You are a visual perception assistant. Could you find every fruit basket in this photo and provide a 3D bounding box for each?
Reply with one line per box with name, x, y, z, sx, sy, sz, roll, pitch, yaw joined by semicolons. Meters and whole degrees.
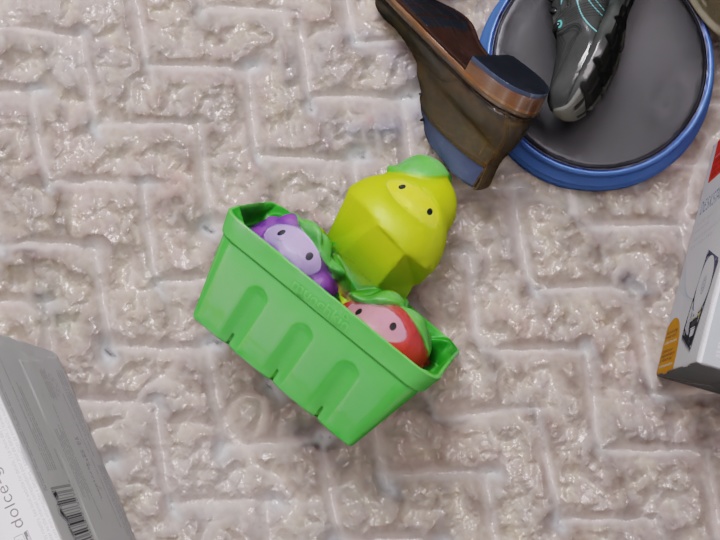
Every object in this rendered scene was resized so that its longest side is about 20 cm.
fruit basket;0.000;0.000;0.961;0.213;0.155;0.218;1;96;12

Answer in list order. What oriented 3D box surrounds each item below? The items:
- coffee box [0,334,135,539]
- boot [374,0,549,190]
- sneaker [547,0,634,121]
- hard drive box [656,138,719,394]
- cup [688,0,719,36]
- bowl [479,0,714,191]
coffee box;-0.302;0.180;0.908;0.196;0.200;0.201;-25;82;-1
boot;0.060;-0.154;1.004;0.200;0.074;0.098;48;127;37
sneaker;0.178;-0.213;0.983;0.079;0.075;0.202;17;76;18
hard drive box;0.298;-0.010;0.940;0.076;0.156;0.202;16;82;5
cup;0.324;-0.258;0.954;0.142;0.200;0.202;-29;82;1
bowl;0.194;-0.167;1.023;0.198;0.039;0.203;0;82;2
